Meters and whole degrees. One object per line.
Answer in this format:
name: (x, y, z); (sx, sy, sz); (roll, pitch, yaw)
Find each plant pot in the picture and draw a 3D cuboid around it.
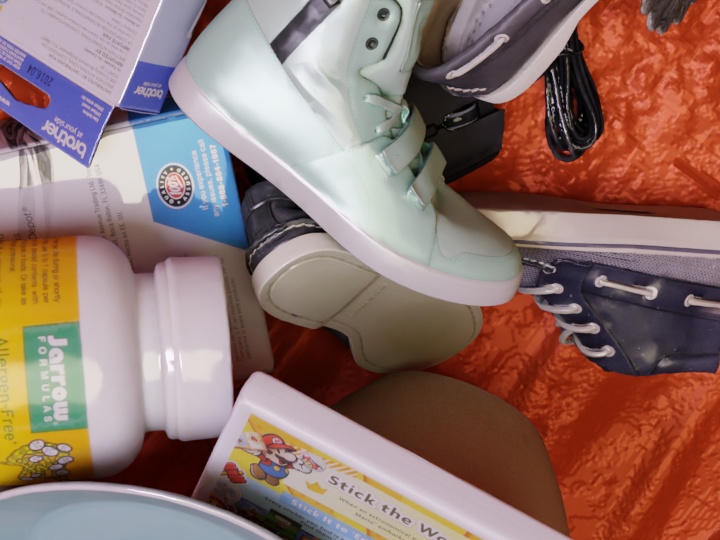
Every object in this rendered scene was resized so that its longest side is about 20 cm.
plant pot: (0.033, 0.134, 0.980); (0.200, 0.200, 0.135); (31, 67, -17)

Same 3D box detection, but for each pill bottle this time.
pill bottle: (-0.162, 0.043, 0.843); (0.199, 0.113, 0.113); (-4, 109, -7)

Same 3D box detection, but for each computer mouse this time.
computer mouse: (0.031, -0.104, 0.958); (0.199, 0.046, 0.141); (-11, 111, -5)

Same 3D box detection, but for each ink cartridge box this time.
ink cartridge box: (-0.122, -0.163, 0.883); (0.119, 0.042, 0.201); (32, 103, 28)
ink cartridge box: (-0.157, -0.004, 0.940); (0.199, 0.086, 0.147); (-12, 110, -3)

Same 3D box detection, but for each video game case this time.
video game case: (0.012, 0.146, 0.841); (0.199, 0.023, 0.182); (29, 139, 1)

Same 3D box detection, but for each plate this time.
plate: (-0.092, 0.148, 0.846); (0.199, 0.026, 0.201); (10, 141, 8)

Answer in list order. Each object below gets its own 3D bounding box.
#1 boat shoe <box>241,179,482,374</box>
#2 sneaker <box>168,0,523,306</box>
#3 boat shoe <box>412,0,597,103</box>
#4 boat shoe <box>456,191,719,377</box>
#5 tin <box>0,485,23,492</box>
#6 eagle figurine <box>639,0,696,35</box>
boat shoe: (-0.002, 0.001, 0.954); (0.074, 0.066, 0.199); (-40, 150, 20)
sneaker: (0.021, -0.072, 0.863); (0.200, 0.074, 0.118); (35, 114, -13)
boat shoe: (0.091, -0.165, 0.870); (0.060, 0.074, 0.200); (4, 135, -45)
boat shoe: (0.117, 0.010, 0.994); (0.199, 0.075, 0.093); (4, 100, -11)
tin: (-0.209, 0.159, 0.950); (0.111, 0.042, 0.200); (-21, 154, -8)
eagle figurine: (0.192, -0.226, 0.896); (0.150, 0.152, 0.201); (-11, 92, 27)
